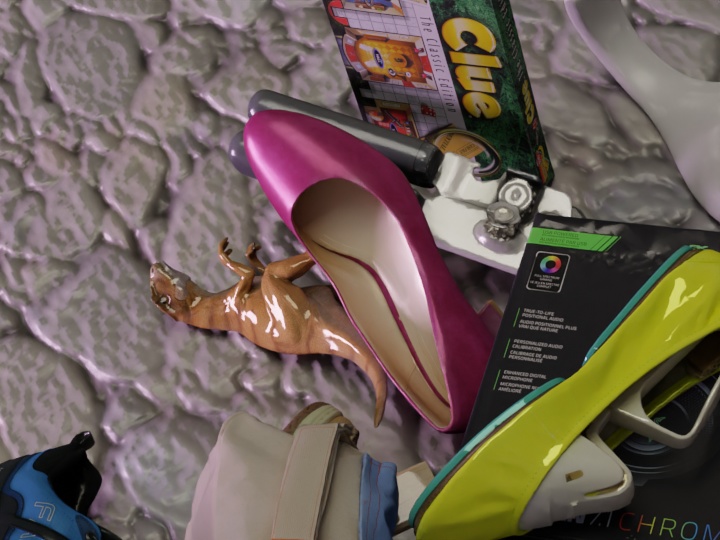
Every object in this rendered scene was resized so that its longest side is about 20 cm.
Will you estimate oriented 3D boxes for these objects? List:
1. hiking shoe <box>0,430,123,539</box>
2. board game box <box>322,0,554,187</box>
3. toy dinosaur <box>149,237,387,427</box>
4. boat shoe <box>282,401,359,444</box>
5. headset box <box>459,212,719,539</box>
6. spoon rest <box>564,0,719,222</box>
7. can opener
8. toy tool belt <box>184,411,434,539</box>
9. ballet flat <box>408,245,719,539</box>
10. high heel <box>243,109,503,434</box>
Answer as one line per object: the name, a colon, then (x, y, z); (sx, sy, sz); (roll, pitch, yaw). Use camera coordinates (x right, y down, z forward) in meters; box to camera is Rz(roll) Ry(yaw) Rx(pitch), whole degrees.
hiking shoe: (-0.154, 0.164, 1.146); (0.086, 0.075, 0.201); (-27, 49, 2)
board game box: (0.038, -0.117, 1.227); (0.104, 0.200, 0.024); (8, 54, 23)
toy dinosaur: (-0.027, 0.024, 1.241); (0.199, 0.060, 0.107); (17, 72, 40)
boat shoe: (-0.040, 0.162, 1.128); (0.076, 0.072, 0.201); (23, 70, 16)
headset box: (0.152, 0.073, 1.111); (0.173, 0.093, 0.201); (7, 55, 21)
spoon rest: (0.196, -0.091, 1.261); (0.099, 0.061, 0.200); (-39, 65, -13)
can opener: (0.024, -0.042, 1.244); (0.199, 0.067, 0.053); (20, 74, 14)
toy tool belt: (-0.013, 0.163, 1.029); (0.122, 0.125, 0.201); (8, 49, -13)
ballet flat: (0.111, 0.068, 1.027); (0.200, 0.067, 0.067); (-41, 66, -18)
high heel: (0.000, 0.000, 1.171); (0.067, 0.200, 0.096); (-41, -2, 29)
